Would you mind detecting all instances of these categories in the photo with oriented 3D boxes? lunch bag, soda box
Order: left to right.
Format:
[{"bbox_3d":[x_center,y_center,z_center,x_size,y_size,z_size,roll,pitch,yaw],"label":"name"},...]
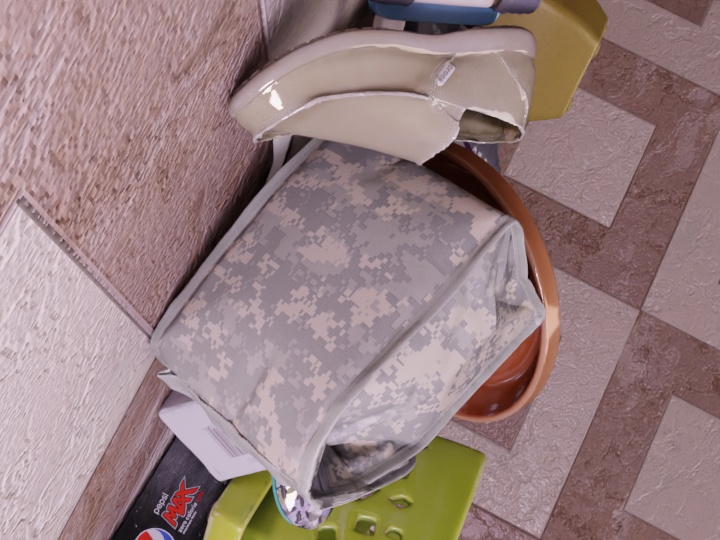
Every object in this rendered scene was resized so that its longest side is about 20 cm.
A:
[{"bbox_3d":[-0.152,0.210,0.885,0.064,0.070,0.201,110,7,-50],"label":"soda box"},{"bbox_3d":[-0.013,0.032,0.659,0.200,0.163,0.118,-44,142,-15],"label":"lunch bag"}]

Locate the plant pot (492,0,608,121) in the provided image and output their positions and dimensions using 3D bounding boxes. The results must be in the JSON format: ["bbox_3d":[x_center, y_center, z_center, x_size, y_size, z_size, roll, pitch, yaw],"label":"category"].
[{"bbox_3d":[0.212,-0.308,1.429,0.196,0.198,0.196,-66,176,33],"label":"plant pot"}]

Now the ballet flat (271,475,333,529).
[{"bbox_3d":[-0.017,0.072,0.740,0.072,0.071,0.203,109,-11,-59],"label":"ballet flat"}]

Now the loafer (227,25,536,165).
[{"bbox_3d":[0.023,-0.095,0.613,0.076,0.197,0.069,-28,-104,65],"label":"loafer"}]

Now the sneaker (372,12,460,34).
[{"bbox_3d":[0.044,-0.163,0.855,0.104,0.059,0.203,25,72,-62],"label":"sneaker"}]

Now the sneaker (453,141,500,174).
[{"bbox_3d":[0.094,-0.076,0.837,0.089,0.073,0.200,-64,151,-19],"label":"sneaker"}]

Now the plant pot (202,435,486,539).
[{"bbox_3d":[-0.028,0.236,0.874,0.200,0.179,0.201,-56,167,-56],"label":"plant pot"}]

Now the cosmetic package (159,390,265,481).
[{"bbox_3d":[-0.055,0.057,0.844,0.112,0.081,0.201,-22,-153,36],"label":"cosmetic package"}]

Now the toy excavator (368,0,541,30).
[{"bbox_3d":[0.040,-0.195,0.683,0.200,0.098,0.198,-118,-150,-68],"label":"toy excavator"}]

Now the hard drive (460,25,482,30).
[{"bbox_3d":[0.064,-0.157,0.955,0.141,0.037,0.201,-62,-153,22],"label":"hard drive"}]

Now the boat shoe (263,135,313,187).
[{"bbox_3d":[-0.036,-0.062,0.784,0.203,0.060,0.073,111,6,-48],"label":"boat shoe"}]

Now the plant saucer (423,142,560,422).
[{"bbox_3d":[0.064,0.006,0.758,0.032,0.201,0.202,-22,150,-34],"label":"plant saucer"}]
